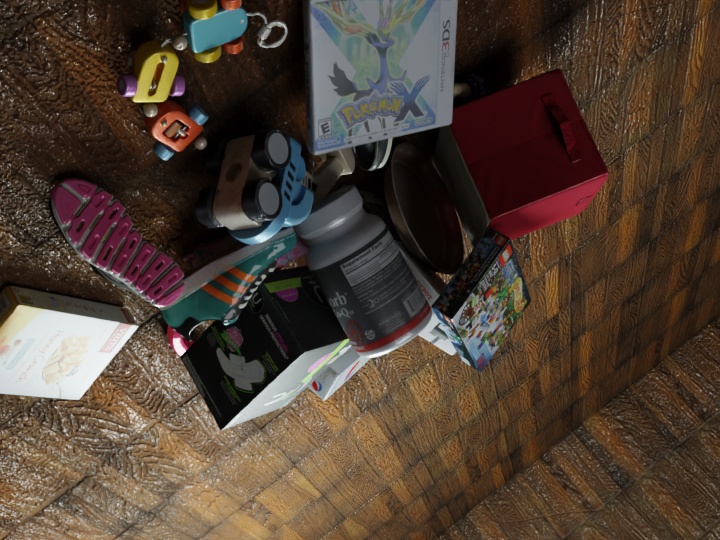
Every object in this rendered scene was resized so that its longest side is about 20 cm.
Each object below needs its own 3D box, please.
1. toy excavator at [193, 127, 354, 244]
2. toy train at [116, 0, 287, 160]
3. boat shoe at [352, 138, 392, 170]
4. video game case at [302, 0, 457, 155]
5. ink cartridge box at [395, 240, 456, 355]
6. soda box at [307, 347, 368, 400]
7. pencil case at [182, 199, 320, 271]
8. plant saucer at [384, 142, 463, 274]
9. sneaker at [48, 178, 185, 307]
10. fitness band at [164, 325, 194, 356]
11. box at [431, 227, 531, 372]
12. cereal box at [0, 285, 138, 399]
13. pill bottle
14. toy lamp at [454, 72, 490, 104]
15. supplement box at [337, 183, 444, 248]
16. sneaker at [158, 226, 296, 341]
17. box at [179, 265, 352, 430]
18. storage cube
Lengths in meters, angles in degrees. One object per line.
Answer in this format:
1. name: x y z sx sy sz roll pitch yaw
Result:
1. toy excavator: -0.090 -0.108 1.132 0.099 0.197 0.200 -5 154 34
2. toy train: -0.177 -0.214 0.965 0.200 0.056 0.150 -45 152 14
3. boat shoe: -0.002 -0.206 1.152 0.067 0.072 0.202 -34 142 -27
4. video game case: 0.026 -0.241 1.082 0.198 0.022 0.184 -16 123 -25
5. ink cartridge box: 0.089 0.040 1.330 0.068 0.116 0.200 -43 150 7
6. soda box: -0.025 0.132 1.536 0.200 0.068 0.064 -36 160 -56
7. pencil case: -0.133 -0.032 1.237 0.199 0.088 0.088 -30 150 -16
8. plant saucer: 0.088 -0.084 1.329 0.032 0.203 0.199 -23 159 27
9. sneaker: -0.291 -0.031 1.061 0.074 0.087 0.200 -58 133 -17
10. fitness band: -0.204 0.073 1.349 0.144 0.037 0.200 -46 152 4
11. box: 0.174 0.046 1.297 0.137 0.038 0.200 -52 150 -10
12. cereal box: -0.392 0.095 1.149 0.144 0.040 0.199 -48 150 14
13. pill bottle: 0.000 0.000 1.189 0.115 0.202 0.116 -28 -169 6
14. toy lamp: 0.093 -0.241 1.238 0.199 0.058 0.059 -7 138 -46
15. supplement box: 0.036 -0.048 1.381 0.086 0.111 0.199 -50 149 21
16. sneaker: -0.155 0.015 1.143 0.198 0.080 0.071 -29 -166 9
17. box: -0.120 0.102 1.269 0.200 0.125 0.148 -43 162 32
18. storage cube: 0.221 -0.149 1.321 0.178 0.173 0.200 -21 167 -6
